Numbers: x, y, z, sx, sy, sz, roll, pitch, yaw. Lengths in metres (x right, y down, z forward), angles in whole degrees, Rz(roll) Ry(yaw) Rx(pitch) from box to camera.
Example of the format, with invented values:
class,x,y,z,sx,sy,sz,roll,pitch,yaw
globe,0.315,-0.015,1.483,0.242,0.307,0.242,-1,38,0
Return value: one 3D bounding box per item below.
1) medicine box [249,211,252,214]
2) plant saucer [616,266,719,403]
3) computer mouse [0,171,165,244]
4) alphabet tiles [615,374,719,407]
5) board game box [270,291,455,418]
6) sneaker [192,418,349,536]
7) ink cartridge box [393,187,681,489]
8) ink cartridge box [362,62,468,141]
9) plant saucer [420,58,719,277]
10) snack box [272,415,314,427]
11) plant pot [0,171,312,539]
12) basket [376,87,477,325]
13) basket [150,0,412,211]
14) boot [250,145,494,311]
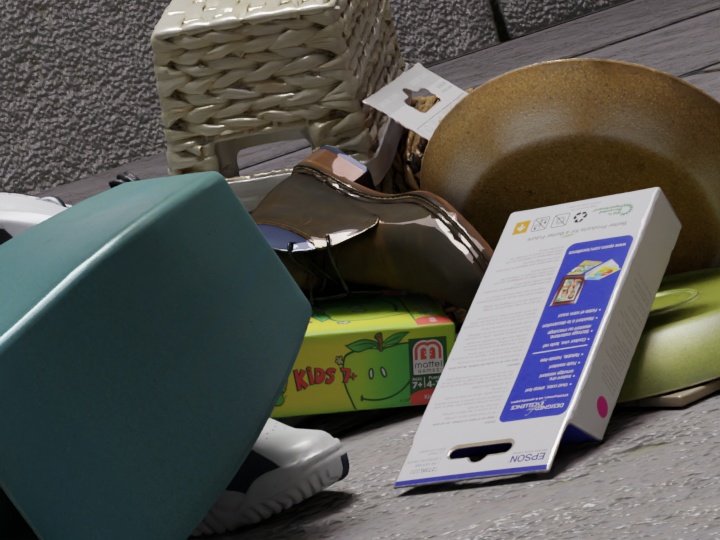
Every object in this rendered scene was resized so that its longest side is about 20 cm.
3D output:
class,x,y,z,sx,sy,sz,roll,pitch,yaw
medicine box,-0.136,0.027,1.832,0.181,0.104,0.199,-13,2,-39
plant saucer,0.158,0.031,1.554,0.199,0.031,0.200,-16,8,2
computer mouse,-0.207,-0.033,1.826,0.199,0.044,0.110,-12,1,16
alphabet tiles,0.164,0.046,1.575,0.167,0.008,0.200,-21,10,-36
board game box,-0.052,0.049,1.646,0.199,0.048,0.102,-4,13,-8
sneaker,-0.096,0.064,1.498,0.079,0.130,0.199,-22,11,-38
ink cartridge box,0.092,0.041,1.473,0.094,0.037,0.200,-10,37,35
ink cartridge box,0.095,-0.049,1.792,0.199,0.050,0.161,29,17,6
plant saucer,0.131,-0.032,1.631,0.199,0.201,0.036,-12,41,20
snack box,-0.123,0.095,1.718,0.199,0.024,0.072,-11,8,31
plant pot,-0.128,0.051,1.375,0.200,0.142,0.141,-45,23,-29
basket,0.027,-0.041,1.944,0.148,0.144,0.200,-10,9,28
basket,-0.051,-0.128,1.824,0.135,0.124,0.200,-9,19,11
boot,0.000,0.000,1.647,0.097,0.075,0.200,-35,35,-21
